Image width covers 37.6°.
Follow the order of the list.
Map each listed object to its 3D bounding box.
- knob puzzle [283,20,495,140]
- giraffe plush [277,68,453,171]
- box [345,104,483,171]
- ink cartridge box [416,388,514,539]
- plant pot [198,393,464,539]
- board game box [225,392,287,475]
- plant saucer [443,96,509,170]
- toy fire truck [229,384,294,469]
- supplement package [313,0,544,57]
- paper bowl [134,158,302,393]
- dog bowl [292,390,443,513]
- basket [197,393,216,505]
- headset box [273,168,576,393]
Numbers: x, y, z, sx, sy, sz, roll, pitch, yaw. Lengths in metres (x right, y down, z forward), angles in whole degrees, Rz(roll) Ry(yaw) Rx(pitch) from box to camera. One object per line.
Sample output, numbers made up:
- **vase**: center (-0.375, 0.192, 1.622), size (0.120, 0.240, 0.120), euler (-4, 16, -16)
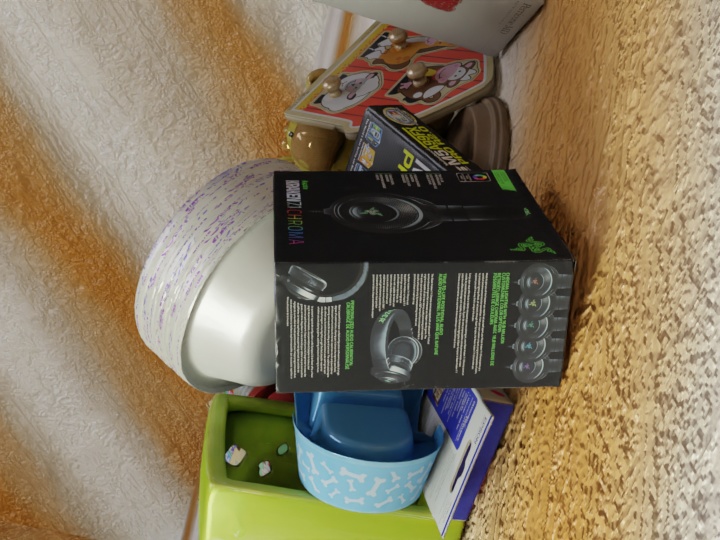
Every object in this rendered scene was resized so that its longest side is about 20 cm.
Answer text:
- **knob puzzle**: center (0.044, -0.199, 1.040), size (0.220, 0.218, 0.031), euler (-89, -19, -50)
- **giraffe plush**: center (-0.006, -0.132, 1.122), size (0.173, 0.161, 0.200), euler (-64, -2, -15)
- **box**: center (0.038, -0.021, 0.933), size (0.160, 0.044, 0.201), euler (45, 129, 35)
- **ink cartridge box**: center (0.072, 0.120, 0.803), size (0.200, 0.037, 0.095), euler (-111, 41, -76)
- **plant pot**: center (-0.042, 0.228, 0.868), size (0.200, 0.197, 0.183), euler (-113, 33, -75)
- **board game box**: center (-0.107, 0.207, 1.135), size (0.200, 0.029, 0.135), euler (48, 125, 50)
- **plant saucer**: center (0.089, -0.067, 0.991), size (0.200, 0.029, 0.202), euler (-167, 90, -80)
- **toy fire truck**: center (-0.093, 0.137, 1.031), size (0.199, 0.129, 0.176), euler (-36, 29, -10)
- **supplement package**: center (0.062, -0.294, 0.953), size (0.121, 0.199, 0.121), euler (137, 146, -71)
- **paper bowl**: center (-0.082, 0.016, 0.891), size (0.200, 0.104, 0.201), euler (-40, -28, -26)
- **dog bowl**: center (-0.001, 0.119, 0.815), size (0.200, 0.111, 0.050), euler (-105, 22, -71)
- **basket**: center (-0.102, 0.210, 1.317), size (0.200, 0.142, 0.150), euler (-46, 35, 48)
- **headset box**: center (0.039, 0.001, 0.724), size (0.174, 0.198, 0.093), euler (-99, 10, -66)
